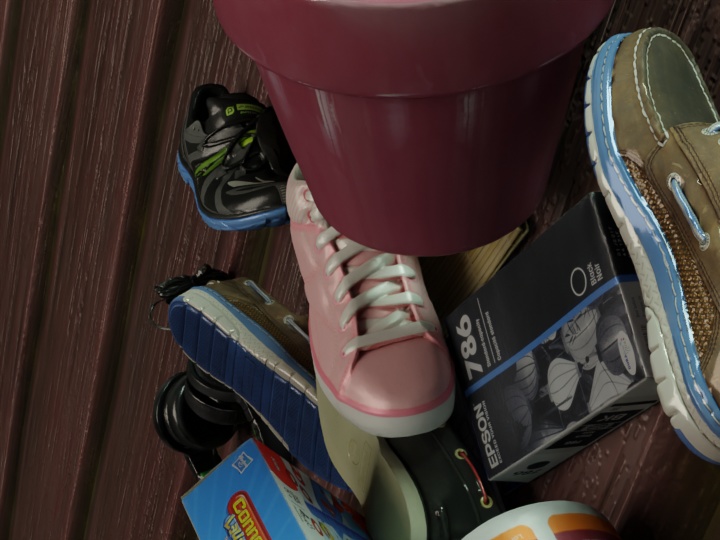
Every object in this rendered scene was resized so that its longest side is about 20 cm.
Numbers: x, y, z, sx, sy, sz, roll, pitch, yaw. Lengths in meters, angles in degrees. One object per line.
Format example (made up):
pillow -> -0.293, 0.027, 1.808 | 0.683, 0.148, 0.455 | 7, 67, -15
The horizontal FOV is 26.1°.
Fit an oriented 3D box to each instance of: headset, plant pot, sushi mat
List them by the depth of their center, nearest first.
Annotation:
plant pot -> 0.029, -0.114, 0.774 | 0.200, 0.200, 0.179 | -122, 19, -44
sushi mat -> 0.042, -0.005, 0.943 | 0.200, 0.012, 0.096 | -58, 41, 48
headset -> -0.104, 0.092, 1.209 | 0.200, 0.094, 0.124 | 62, 143, 14

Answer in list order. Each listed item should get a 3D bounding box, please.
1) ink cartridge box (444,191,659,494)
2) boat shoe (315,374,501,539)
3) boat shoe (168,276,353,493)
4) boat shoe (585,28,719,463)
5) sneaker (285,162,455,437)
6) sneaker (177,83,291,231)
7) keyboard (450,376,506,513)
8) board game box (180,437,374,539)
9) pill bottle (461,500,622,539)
ink cartridge box -> 0.096, 0.046, 0.813 | 0.200, 0.039, 0.100 | -49, 51, 55
boat shoe -> 0.022, 0.098, 0.911 | 0.201, 0.063, 0.074 | -120, 33, -49
boat shoe -> -0.037, 0.066, 1.032 | 0.200, 0.072, 0.072 | 41, 142, 22
boat shoe -> 0.154, -0.024, 0.651 | 0.072, 0.072, 0.200 | -34, 58, 40
sneaker -> 0.000, 0.000, 0.886 | 0.200, 0.075, 0.105 | -109, 9, -51
sneaker -> -0.092, -0.085, 1.140 | 0.200, 0.071, 0.083 | -132, 40, -56
keyboard -> 0.073, 0.151, 0.891 | 0.056, 0.011, 0.200 | 110, 147, -54
board game box -> 0.013, 0.209, 0.831 | 0.056, 0.196, 0.200 | -42, 43, 6
pill bottle -> 0.113, 0.213, 0.716 | 0.200, 0.109, 0.110 | 61, 143, 42
